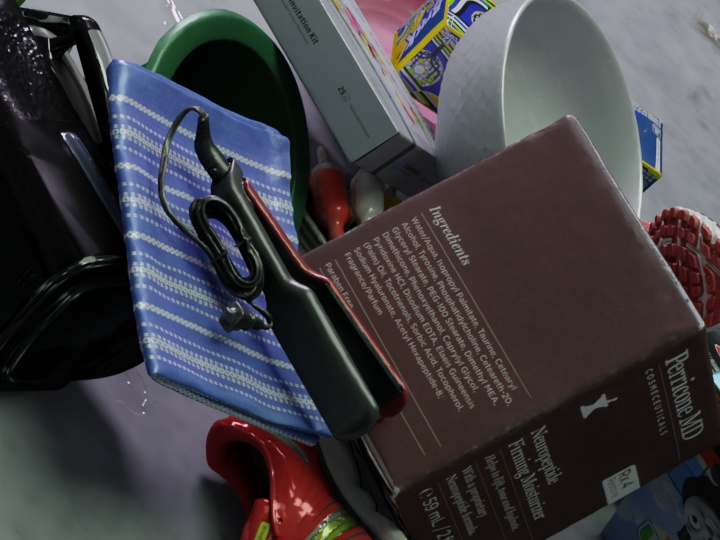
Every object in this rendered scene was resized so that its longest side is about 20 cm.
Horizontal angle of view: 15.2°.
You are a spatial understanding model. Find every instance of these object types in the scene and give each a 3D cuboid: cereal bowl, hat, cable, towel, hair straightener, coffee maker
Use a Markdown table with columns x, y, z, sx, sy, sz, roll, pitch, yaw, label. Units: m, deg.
| x | y | z | sx | sy | sz | roll | pitch | yaw | label |
| --- | --- | --- | --- | --- | --- | --- | --- | --- | --- |
| 0.108 | -0.080 | 1.786 | 0.200 | 0.083 | 0.201 | 18 | 68 | -55 | cereal bowl |
| -0.149 | -0.082 | 1.693 | 0.165 | 0.175 | 0.201 | 0 | 89 | -53 | hat |
| 0.000 | 0.000 | 1.732 | 0.097 | 0.050 | 0.200 | 26 | 34 | -34 | cable |
| -0.076 | -0.012 | 1.462 | 0.145 | 0.024 | 0.201 | 26 | 45 | -46 | towel |
| -0.049 | 0.003 | 1.436 | 0.201 | 0.041 | 0.077 | 61 | 32 | -1 | hair straightener |
| -0.205 | -0.037 | 1.486 | 0.191 | 0.135 | 0.200 | -15 | 60 | -30 | coffee maker |

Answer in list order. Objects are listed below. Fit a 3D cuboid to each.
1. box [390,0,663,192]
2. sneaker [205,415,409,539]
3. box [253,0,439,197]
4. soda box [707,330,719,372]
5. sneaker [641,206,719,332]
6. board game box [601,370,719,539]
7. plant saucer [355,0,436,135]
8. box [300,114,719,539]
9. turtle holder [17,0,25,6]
| x | y | z | sx | sy | sz | roll | pitch | yaw | label |
| --- | --- | --- | --- | --- | --- | --- | --- | --- | --- |
| 0.119 | -0.118 | 1.903 | 0.200 | 0.070 | 0.064 | 32 | 38 | -20 | box |
| -0.029 | 0.159 | 1.502 | 0.085 | 0.077 | 0.200 | -7 | 49 | -34 | sneaker |
| -0.009 | -0.132 | 1.765 | 0.156 | 0.041 | 0.200 | 60 | 7 | 11 | box |
| 0.226 | 0.083 | 1.821 | 0.064 | 0.071 | 0.200 | 62 | 14 | 14 | soda box |
| 0.216 | -0.001 | 1.684 | 0.082 | 0.078 | 0.200 | 5 | 5 | -10 | sneaker |
| 0.232 | 0.170 | 1.662 | 0.036 | 0.200 | 0.152 | -20 | 65 | -27 | board game box |
| 0.042 | -0.142 | 1.960 | 0.200 | 0.051 | 0.201 | 29 | 34 | -22 | plant saucer |
| 0.083 | 0.051 | 1.566 | 0.165 | 0.199 | 0.166 | 61 | -3 | 30 | box |
| -0.262 | -0.218 | 1.629 | 0.132 | 0.185 | 0.141 | -57 | 131 | -59 | turtle holder |
